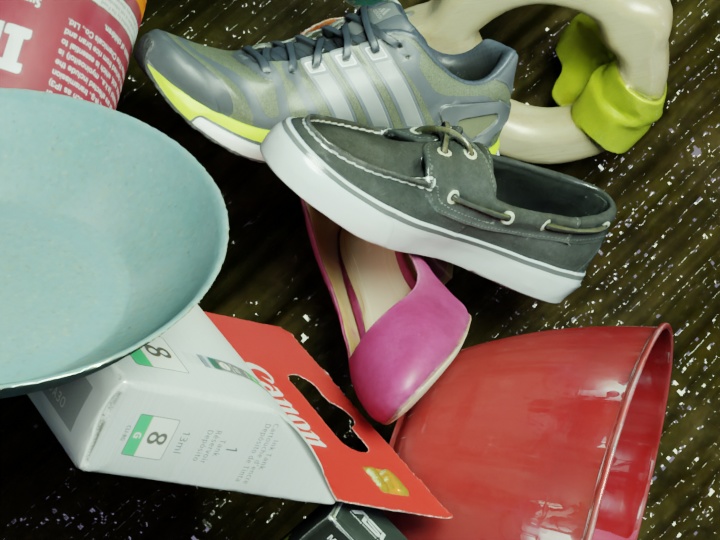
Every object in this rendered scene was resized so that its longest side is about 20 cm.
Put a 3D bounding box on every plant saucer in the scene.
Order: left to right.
[{"bbox_3d":[-0.150,-0.003,0.917,0.201,0.039,0.201,2,36,-1],"label":"plant saucer"}]

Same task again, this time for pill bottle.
[{"bbox_3d":[-0.172,-0.065,1.099,0.113,0.113,0.200,19,69,-15],"label":"pill bottle"}]

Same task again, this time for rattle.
[{"bbox_3d":[0.063,-0.142,1.240,0.200,0.130,0.143,6,59,8],"label":"rattle"}]

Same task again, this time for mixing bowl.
[{"bbox_3d":[0.070,0.109,1.120,0.108,0.200,0.200,14,67,14],"label":"mixing bowl"}]

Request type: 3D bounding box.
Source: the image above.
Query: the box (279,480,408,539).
[{"bbox_3d":[-0.006,0.225,1.050,0.200,0.048,0.193,46,109,-3],"label":"box"}]

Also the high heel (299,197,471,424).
[{"bbox_3d":[0.000,0.000,1.122,0.096,0.067,0.200,41,23,-12],"label":"high heel"}]

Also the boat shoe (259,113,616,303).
[{"bbox_3d":[0.039,-0.040,1.119,0.200,0.057,0.069,20,24,-41],"label":"boat shoe"}]

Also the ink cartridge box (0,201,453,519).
[{"bbox_3d":[-0.063,0.034,1.017,0.200,0.161,0.050,11,115,-39],"label":"ink cartridge box"}]

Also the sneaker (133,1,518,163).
[{"bbox_3d":[-0.013,-0.094,1.150,0.200,0.074,0.081,9,113,-29],"label":"sneaker"}]
